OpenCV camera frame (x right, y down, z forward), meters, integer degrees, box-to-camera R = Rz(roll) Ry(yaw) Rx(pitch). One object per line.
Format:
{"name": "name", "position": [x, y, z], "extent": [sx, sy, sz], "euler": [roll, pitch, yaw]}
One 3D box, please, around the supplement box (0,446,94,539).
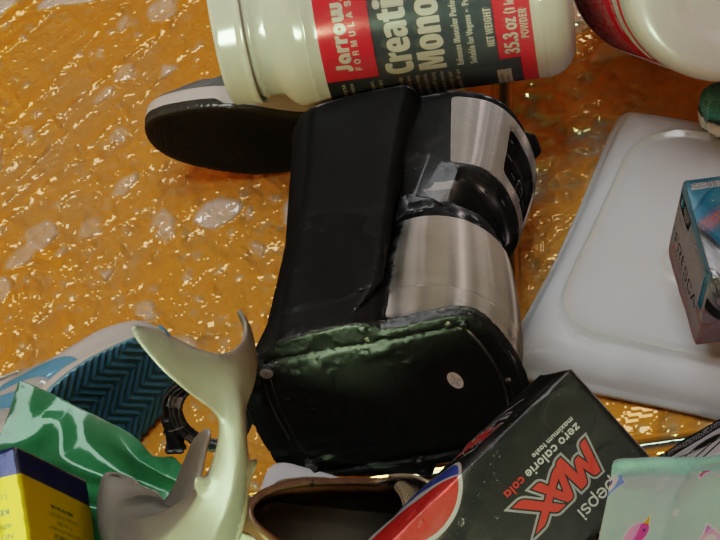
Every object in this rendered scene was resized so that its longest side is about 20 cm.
{"name": "supplement box", "position": [-0.187, 0.203, 1.118], "extent": [0.109, 0.110, 0.201], "euler": [-13, 73, 9]}

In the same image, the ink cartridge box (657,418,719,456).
{"name": "ink cartridge box", "position": [0.211, 0.085, 1.117], "extent": [0.200, 0.094, 0.044], "euler": [-31, 90, -1]}

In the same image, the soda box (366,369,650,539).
{"name": "soda box", "position": [0.044, 0.137, 1.063], "extent": [0.200, 0.063, 0.071], "euler": [-43, 92, -10]}

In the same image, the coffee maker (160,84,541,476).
{"name": "coffee maker", "position": [0.000, 0.000, 1.230], "extent": [0.192, 0.135, 0.200], "euler": [7, 41, -1]}

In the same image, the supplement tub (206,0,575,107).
{"name": "supplement tub", "position": [0.018, -0.168, 1.289], "extent": [0.199, 0.141, 0.141], "euler": [-8, 50, 5]}

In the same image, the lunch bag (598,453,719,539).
{"name": "lunch bag", "position": [0.189, 0.191, 0.975], "extent": [0.122, 0.200, 0.171], "euler": [-11, 53, 50]}

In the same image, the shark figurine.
{"name": "shark figurine", "position": [-0.097, 0.117, 1.071], "extent": [0.089, 0.215, 0.128], "euler": [-9, 65, -26]}

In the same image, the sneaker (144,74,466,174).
{"name": "sneaker", "position": [-0.034, -0.134, 1.400], "extent": [0.199, 0.084, 0.121], "euler": [-5, 55, 6]}

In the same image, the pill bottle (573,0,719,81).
{"name": "pill bottle", "position": [0.182, -0.172, 1.290], "extent": [0.112, 0.112, 0.200], "euler": [-27, 14, -3]}

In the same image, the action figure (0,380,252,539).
{"name": "action figure", "position": [-0.104, 0.142, 1.206], "extent": [0.199, 0.055, 0.118], "euler": [15, 88, 12]}

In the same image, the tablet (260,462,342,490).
{"name": "tablet", "position": [-0.010, 0.197, 1.134], "extent": [0.130, 0.014, 0.200], "euler": [17, 55, 0]}

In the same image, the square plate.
{"name": "square plate", "position": [0.200, -0.008, 1.251], "extent": [0.200, 0.028, 0.198], "euler": [11, 57, 27]}

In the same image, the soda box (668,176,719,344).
{"name": "soda box", "position": [0.266, -0.016, 1.172], "extent": [0.199, 0.068, 0.064], "euler": [-8, 57, -6]}

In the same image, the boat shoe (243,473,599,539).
{"name": "boat shoe", "position": [0.028, 0.139, 1.127], "extent": [0.199, 0.072, 0.076], "euler": [0, 57, -12]}

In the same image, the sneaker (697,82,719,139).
{"name": "sneaker", "position": [0.281, -0.128, 1.278], "extent": [0.200, 0.080, 0.078], "euler": [-21, 27, -1]}

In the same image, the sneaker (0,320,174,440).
{"name": "sneaker", "position": [-0.196, 0.086, 1.288], "extent": [0.200, 0.077, 0.081], "euler": [-33, 41, -13]}
